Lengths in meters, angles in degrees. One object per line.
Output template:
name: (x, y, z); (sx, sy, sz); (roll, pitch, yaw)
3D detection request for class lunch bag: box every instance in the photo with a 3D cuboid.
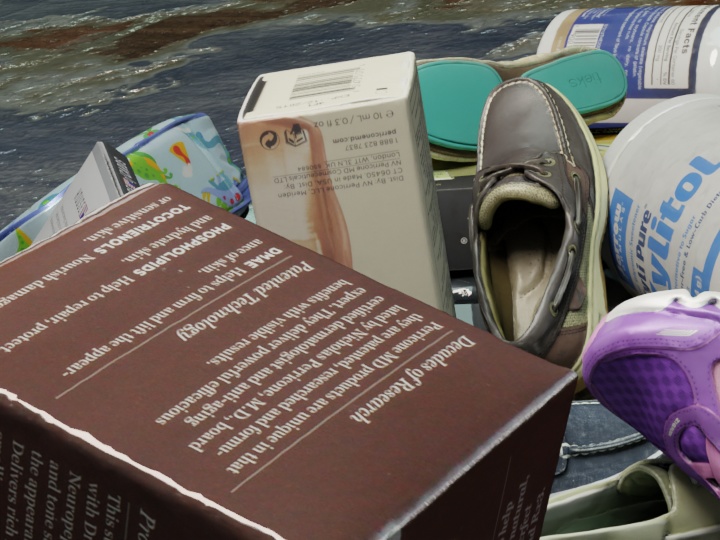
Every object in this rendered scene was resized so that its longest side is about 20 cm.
lunch bag: (-0.169, -0.015, 1.216); (0.161, 0.083, 0.200); (-32, 4, 35)

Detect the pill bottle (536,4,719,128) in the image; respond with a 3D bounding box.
pill bottle: (0.236, -0.136, 1.385); (0.200, 0.111, 0.111); (4, 23, 34)

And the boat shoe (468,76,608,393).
boat shoe: (0.095, -0.030, 1.041); (0.073, 0.065, 0.200); (-20, 55, 20)

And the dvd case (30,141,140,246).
dvd case: (-0.178, 0.035, 1.025); (0.025, 0.200, 0.150); (32, 9, -21)

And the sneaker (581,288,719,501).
sneaker: (0.171, 0.086, 0.756); (0.200, 0.081, 0.089); (33, 51, 9)

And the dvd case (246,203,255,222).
dvd case: (-0.063, -0.024, 1.351); (0.146, 0.022, 0.200); (-12, 21, -6)

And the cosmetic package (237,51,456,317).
cosmetic package: (0.000, 0.000, 0.981); (0.087, 0.201, 0.103); (-8, 17, 6)

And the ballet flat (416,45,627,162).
ballet flat: (0.081, -0.097, 1.188); (0.200, 0.068, 0.062); (-9, -11, -34)

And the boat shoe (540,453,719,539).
boat shoe: (0.132, 0.110, 0.809); (0.200, 0.062, 0.072); (-19, 21, -28)

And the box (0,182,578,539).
box: (-0.056, 0.096, 0.709); (0.200, 0.166, 0.164); (25, 33, 24)

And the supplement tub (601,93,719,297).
supplement tub: (0.214, -0.013, 1.018); (0.132, 0.132, 0.200); (-13, 19, -10)

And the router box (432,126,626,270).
router box: (0.104, -0.047, 1.185); (0.199, 0.052, 0.157); (-4, 15, -6)

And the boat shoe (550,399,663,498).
boat shoe: (0.064, 0.073, 0.906); (0.200, 0.091, 0.071); (-13, 19, -10)

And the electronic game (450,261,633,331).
electronic game: (0.065, 0.015, 1.144); (0.199, 0.042, 0.200); (-2, 16, 1)
